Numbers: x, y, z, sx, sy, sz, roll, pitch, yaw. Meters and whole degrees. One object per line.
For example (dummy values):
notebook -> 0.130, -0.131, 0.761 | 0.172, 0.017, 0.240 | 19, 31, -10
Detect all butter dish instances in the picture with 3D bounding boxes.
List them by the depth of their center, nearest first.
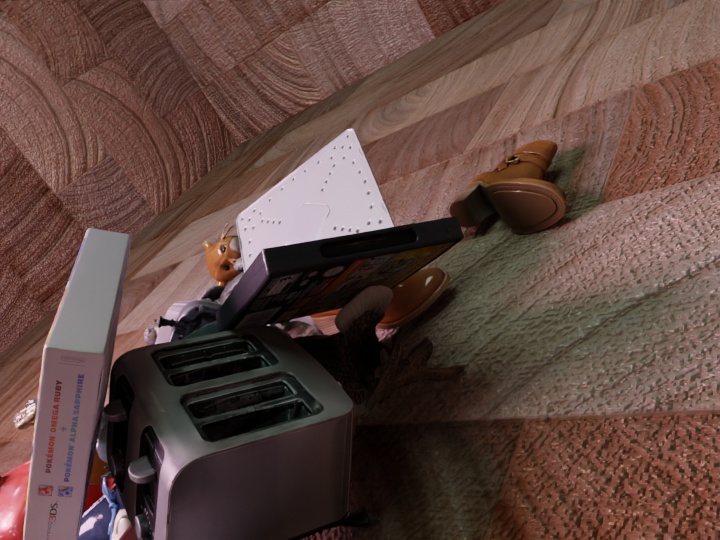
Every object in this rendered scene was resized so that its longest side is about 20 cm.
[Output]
butter dish -> -0.439, 0.313, 0.822 | 0.197, 0.149, 0.201 | -27, 21, 19

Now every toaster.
toaster -> -0.107, 0.146, 0.549 | 0.196, 0.121, 0.180 | -8, 25, -32
toaster -> -0.190, 0.105, 0.841 | 0.128, 0.197, 0.116 | 0, 70, 62

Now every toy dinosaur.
toy dinosaur -> -0.296, 0.186, 0.722 | 0.089, 0.195, 0.048 | -95, 19, -52

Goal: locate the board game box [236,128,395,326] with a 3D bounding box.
board game box -> -0.058, -0.048, 0.765 | 0.198, 0.026, 0.202 | -35, 46, 16

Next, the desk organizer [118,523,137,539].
desk organizer -> -0.178, 0.268, 0.588 | 0.076, 0.073, 0.201 | 24, 50, 16

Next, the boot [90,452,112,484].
boot -> -0.266, 0.199, 0.806 | 0.142, 0.072, 0.201 | -30, -16, 7

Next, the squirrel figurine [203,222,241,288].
squirrel figurine -> -0.176, -0.025, 1.117 | 0.183, 0.144, 0.200 | -22, -8, -17

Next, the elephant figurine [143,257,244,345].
elephant figurine -> -0.212, 0.075, 0.983 | 0.198, 0.157, 0.141 | -34, 27, -9

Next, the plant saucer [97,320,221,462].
plant saucer -> -0.184, 0.136, 0.679 | 0.200, 0.027, 0.201 | -45, -18, -18

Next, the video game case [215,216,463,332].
video game case -> -0.029, 0.008, 0.590 | 0.177, 0.026, 0.200 | -11, -13, -26

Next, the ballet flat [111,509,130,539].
ballet flat -> -0.215, 0.267, 0.691 | 0.199, 0.072, 0.069 | -42, 23, -17

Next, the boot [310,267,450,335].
boot -> 0.000, 0.000, 0.809 | 0.197, 0.157, 0.074 | -25, 14, 21

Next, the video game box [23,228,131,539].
video game box -> -0.237, 0.089, 0.545 | 0.046, 0.186, 0.201 | 7, 24, -18

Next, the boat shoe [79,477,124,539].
boat shoe -> -0.260, 0.255, 0.746 | 0.199, 0.069, 0.084 | -41, 66, -9

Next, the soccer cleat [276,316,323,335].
soccer cleat -> -0.038, 0.048, 0.906 | 0.195, 0.087, 0.069 | -10, -6, 3

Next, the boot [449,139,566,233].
boot -> 0.228, -0.120, 0.866 | 0.155, 0.077, 0.199 | -40, 14, -24

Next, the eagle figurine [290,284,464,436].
eagle figurine -> -0.018, 0.098, 0.685 | 0.198, 0.151, 0.153 | 9, 67, 54
